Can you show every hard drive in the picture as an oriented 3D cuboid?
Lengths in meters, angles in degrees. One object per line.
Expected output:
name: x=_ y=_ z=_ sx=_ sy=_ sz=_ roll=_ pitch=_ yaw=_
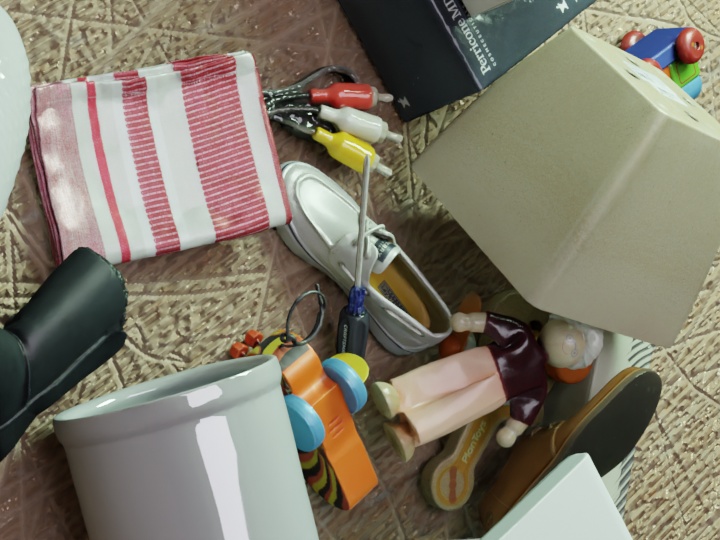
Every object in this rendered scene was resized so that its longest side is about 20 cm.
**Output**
hard drive: x=0.167 y=0.256 z=1.328 sx=0.132 sy=0.026 sz=0.201 roll=-36 pitch=104 yaw=-35

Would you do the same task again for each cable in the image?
cable: x=-0.056 y=-0.138 z=1.475 sx=0.198 sy=0.050 sz=0.098 roll=12 pitch=69 yaw=-34

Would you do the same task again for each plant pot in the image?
plant pot: x=0.200 y=-0.080 z=1.497 sx=0.199 sy=0.178 sz=0.200 roll=16 pitch=27 yaw=-44

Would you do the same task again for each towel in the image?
towel: x=-0.155 y=-0.086 z=1.390 sx=0.198 sy=0.023 sz=0.146 roll=-13 pitch=90 yaw=-27

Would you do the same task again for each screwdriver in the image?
screwdriver: x=0.000 y=0.000 z=1.434 sx=0.028 sy=0.029 sz=0.202 roll=-10 pitch=128 yaw=-23

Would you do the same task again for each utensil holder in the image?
utensil holder: x=-0.114 y=0.179 z=1.300 sx=0.169 sy=0.169 sz=0.202 roll=-18 pitch=95 yaw=-37

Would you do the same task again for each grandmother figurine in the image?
grandmother figurine: x=0.111 y=0.088 z=1.476 sx=0.198 sy=0.061 sz=0.122 roll=-25 pitch=117 yaw=-13

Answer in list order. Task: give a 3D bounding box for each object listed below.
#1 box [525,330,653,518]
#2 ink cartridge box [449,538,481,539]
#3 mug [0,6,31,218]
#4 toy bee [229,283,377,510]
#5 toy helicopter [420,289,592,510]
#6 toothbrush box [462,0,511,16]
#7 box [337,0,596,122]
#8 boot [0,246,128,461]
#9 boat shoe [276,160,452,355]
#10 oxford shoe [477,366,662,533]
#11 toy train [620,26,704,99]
box: x=0.195 y=0.141 z=1.587 sx=0.068 sy=0.082 sz=0.202 roll=25 pitch=69 yaw=-31
ink cartridge box: x=0.074 y=0.288 z=1.394 sx=0.124 sy=0.199 sz=0.130 roll=-21 pitch=93 yaw=-37
mug: x=-0.323 y=-0.112 z=1.226 sx=0.198 sy=0.148 sz=0.177 roll=13 pitch=50 yaw=-3
toy bee: x=-0.047 y=0.088 z=1.419 sx=0.130 sy=0.108 sz=0.202 roll=-16 pitch=117 yaw=-42
toy helicopter: x=0.102 y=0.107 z=1.533 sx=0.132 sy=0.079 sz=0.201 roll=37 pitch=74 yaw=-32
toothbrush box: x=0.110 y=-0.333 z=1.468 sx=0.146 sy=0.085 sz=0.201 roll=-37 pitch=104 yaw=-34
box: x=0.083 y=-0.270 z=1.561 sx=0.200 sy=0.117 sz=0.198 roll=-39 pitch=105 yaw=-33
boot: x=-0.239 y=0.036 z=1.245 sx=0.168 sy=0.076 sz=0.201 roll=-48 pitch=153 yaw=-31
boat shoe: x=0.004 y=-0.014 z=1.481 sx=0.201 sy=0.070 sz=0.071 roll=52 pitch=56 yaw=-14
oxford shoe: x=0.168 y=0.147 z=1.502 sx=0.200 sy=0.071 sz=0.071 roll=-47 pitch=133 yaw=8
toy train: x=0.252 y=-0.141 z=1.689 sx=0.199 sy=0.084 sz=0.117 roll=-36 pitch=116 yaw=-35
